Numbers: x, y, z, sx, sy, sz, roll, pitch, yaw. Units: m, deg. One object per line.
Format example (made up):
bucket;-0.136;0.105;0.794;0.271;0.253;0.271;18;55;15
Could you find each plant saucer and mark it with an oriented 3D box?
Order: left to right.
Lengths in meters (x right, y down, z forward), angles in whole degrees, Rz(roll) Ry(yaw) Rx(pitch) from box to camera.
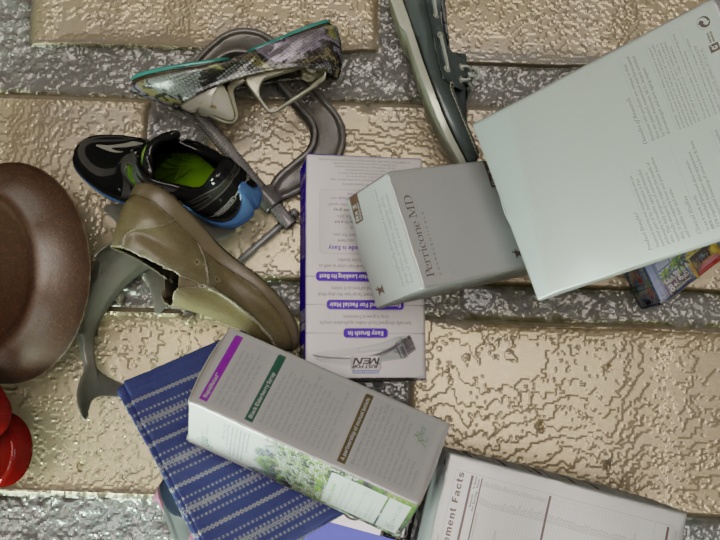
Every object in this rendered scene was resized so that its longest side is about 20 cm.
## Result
plant saucer;-0.328;0.002;0.760;0.199;0.037;0.202;0;89;25

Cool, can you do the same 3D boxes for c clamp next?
c clamp;-0.108;-0.129;0.820;0.171;0.027;0.200;-34;84;-4

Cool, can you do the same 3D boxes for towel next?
towel;-0.105;0.149;0.739;0.144;0.024;0.200;-23;63;-25

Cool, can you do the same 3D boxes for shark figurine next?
shark figurine;-0.224;0.014;0.773;0.128;0.090;0.215;30;84;7

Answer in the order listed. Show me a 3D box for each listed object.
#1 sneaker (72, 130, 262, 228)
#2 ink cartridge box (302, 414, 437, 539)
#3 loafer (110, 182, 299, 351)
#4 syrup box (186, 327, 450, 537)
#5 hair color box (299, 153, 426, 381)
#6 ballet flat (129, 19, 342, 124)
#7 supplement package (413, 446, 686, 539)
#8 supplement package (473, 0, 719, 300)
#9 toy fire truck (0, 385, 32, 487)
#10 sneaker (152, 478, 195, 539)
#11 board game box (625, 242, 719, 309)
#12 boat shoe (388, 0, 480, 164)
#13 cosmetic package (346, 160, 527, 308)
sneaker;-0.179;-0.097;0.769;0.199;0.083;0.071;16;62;27
ink cartridge box;0.002;0.219;0.766;0.094;0.044;0.201;14;83;4
loafer;-0.137;0.013;0.745;0.200;0.076;0.068;45;72;-15
syrup box;-0.038;0.132;0.702;0.199;0.079;0.082;24;53;5
hair color box;0.000;0.000;0.777;0.109;0.065;0.201;1;80;-10
ballet flat;-0.108;-0.172;0.785;0.199;0.072;0.072;-18;83;-7
supplement package;0.152;0.229;0.731;0.199;0.110;0.114;15;82;2
supplement package;0.226;-0.088;0.659;0.200;0.150;0.152;-23;86;40
toy fire truck;-0.390;0.140;0.735;0.200;0.112;0.168;-45;68;16
sneaker;-0.116;0.255;0.740;0.082;0.070;0.200;-43;63;27
board game box;0.286;-0.104;0.798;0.200;0.062;0.200;-37;85;-4
boat shoe;0.080;-0.191;0.806;0.062;0.073;0.201;-19;78;2
cosmetic package;0.097;-0.038;0.740;0.199;0.074;0.102;-12;81;-36
